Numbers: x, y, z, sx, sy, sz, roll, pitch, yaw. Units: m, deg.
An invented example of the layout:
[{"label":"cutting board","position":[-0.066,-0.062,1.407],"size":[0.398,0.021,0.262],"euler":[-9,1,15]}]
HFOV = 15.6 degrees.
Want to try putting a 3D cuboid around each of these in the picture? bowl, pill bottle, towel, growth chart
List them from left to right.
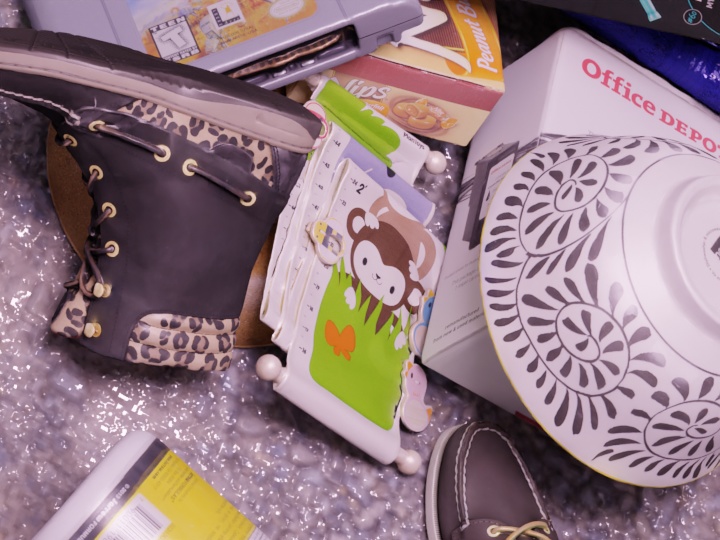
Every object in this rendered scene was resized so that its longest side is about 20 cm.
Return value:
[{"label":"pill bottle","position":[-0.073,0.182,1.290],"size":[0.200,0.112,0.112],"euler":[42,56,-1]},{"label":"growth chart","position":[0.000,0.000,1.434],"size":[0.144,0.018,0.201],"euler":[26,62,-40]},{"label":"bowl","position":[0.169,0.006,1.392],"size":[0.200,0.094,0.202],"euler":[14,65,-30]},{"label":"towel","position":[0.200,-0.135,1.565],"size":[0.199,0.148,0.050],"euler":[31,101,-10]}]

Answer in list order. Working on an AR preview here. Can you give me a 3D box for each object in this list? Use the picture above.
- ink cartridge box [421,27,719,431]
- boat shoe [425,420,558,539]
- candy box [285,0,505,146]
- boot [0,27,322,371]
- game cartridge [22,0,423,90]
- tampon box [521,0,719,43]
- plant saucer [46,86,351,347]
[{"label":"ink cartridge box","position":[0.131,-0.013,1.488],"size":[0.145,0.083,0.201],"euler":[29,56,-23]},{"label":"boat shoe","position":[0.086,0.169,1.402],"size":[0.071,0.061,0.202],"euler":[-1,67,-26]},{"label":"candy box","position":[0.015,-0.175,1.520],"size":[0.115,0.055,0.201],"euler":[13,50,-20]},{"label":"boot","position":[-0.132,-0.037,1.351],"size":[0.199,0.073,0.152],"euler":[13,104,-17]},{"label":"game cartridge","position":[-0.080,-0.149,1.431],"size":[0.199,0.042,0.134],"euler":[-21,57,-5]},{"label":"tampon box","position":[0.143,-0.233,1.439],"size":[0.199,0.151,0.127],"euler":[12,40,2]},{"label":"plant saucer","position":[-0.074,-0.056,1.452],"size":[0.199,0.035,0.201],"euler":[11,62,-21]}]
